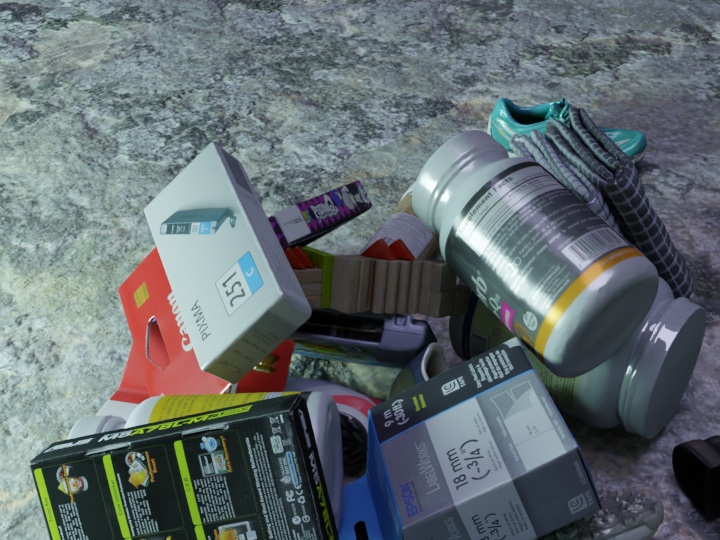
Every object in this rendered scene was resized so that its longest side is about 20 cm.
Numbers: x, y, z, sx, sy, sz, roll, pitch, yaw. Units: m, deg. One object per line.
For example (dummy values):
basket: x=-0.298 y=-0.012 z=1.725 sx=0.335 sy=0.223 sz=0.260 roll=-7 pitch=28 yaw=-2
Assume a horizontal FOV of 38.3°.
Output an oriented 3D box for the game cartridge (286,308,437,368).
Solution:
game cartridge: x=-0.029 y=0.059 z=0.969 sx=0.196 sy=0.133 sz=0.041 roll=7 pitch=82 yaw=12

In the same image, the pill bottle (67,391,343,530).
pill bottle: x=-0.116 y=0.149 z=0.779 sx=0.196 sy=0.113 sz=0.112 roll=-2 pitch=38 yaw=7

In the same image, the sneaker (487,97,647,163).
sneaker: x=0.252 y=-0.167 z=1.269 sx=0.196 sy=0.081 sz=0.078 roll=9 pitch=39 yaw=14

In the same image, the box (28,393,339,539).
box: x=-0.109 y=0.201 z=0.708 sx=0.190 sy=0.204 sz=0.048 roll=-13 pitch=8 yaw=12

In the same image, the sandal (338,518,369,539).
sandal: x=-0.017 y=0.227 z=0.826 sx=0.198 sy=0.049 sz=0.075 roll=-18 pitch=38 yaw=-38

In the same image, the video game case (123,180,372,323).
video game case: x=-0.106 y=-0.016 z=1.007 sx=0.198 sy=0.036 sz=0.181 roll=-27 pitch=2 yaw=29

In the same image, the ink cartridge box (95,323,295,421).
ink cartridge box: x=-0.152 y=0.137 z=0.879 sx=0.158 sy=0.050 sz=0.203 roll=6 pitch=67 yaw=12

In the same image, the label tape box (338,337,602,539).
label tape box: x=0.058 y=0.150 z=0.765 sx=0.197 sy=0.064 sz=0.145 roll=-26 pitch=29 yaw=3

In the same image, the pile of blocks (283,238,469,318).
pile of blocks: x=0.000 y=0.000 z=0.907 sx=0.196 sy=0.063 sz=0.082 roll=3 pitch=10 yaw=-13

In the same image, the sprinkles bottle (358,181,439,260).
sprinkles bottle: x=0.041 y=-0.021 z=1.108 sx=0.067 sy=0.069 sz=0.201 roll=15 pitch=42 yaw=22

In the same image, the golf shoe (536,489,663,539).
golf shoe: x=0.142 y=0.232 z=0.771 sx=0.197 sy=0.099 sz=0.078 roll=-21 pitch=9 yaw=-12

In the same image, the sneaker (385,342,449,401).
sneaker: x=0.103 y=0.138 z=0.859 sx=0.199 sy=0.091 sz=0.067 roll=36 pitch=15 yaw=31

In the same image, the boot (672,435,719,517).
boot: x=0.372 y=0.172 z=0.841 sx=0.171 sy=0.070 sz=0.201 roll=-16 pitch=38 yaw=-15

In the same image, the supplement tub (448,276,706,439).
supplement tub: x=0.196 y=0.053 z=0.942 sx=0.198 sy=0.147 sz=0.145 roll=24 pitch=45 yaw=30

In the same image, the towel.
towel: x=0.248 y=-0.062 z=1.052 sx=0.085 sy=0.166 sz=0.201 roll=-34 pitch=29 yaw=8

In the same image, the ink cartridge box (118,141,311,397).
ink cartridge box: x=-0.144 y=0.017 z=0.878 sx=0.176 sy=0.045 sz=0.201 roll=-43 pitch=47 yaw=14

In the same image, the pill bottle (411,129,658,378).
pill bottle: x=0.136 y=-0.019 z=0.846 sx=0.115 sy=0.118 sz=0.200 roll=-25 pitch=54 yaw=-26

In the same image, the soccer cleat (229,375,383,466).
soccer cleat: x=-0.073 y=0.124 z=0.947 sx=0.196 sy=0.070 sz=0.073 roll=11 pitch=21 yaw=19
